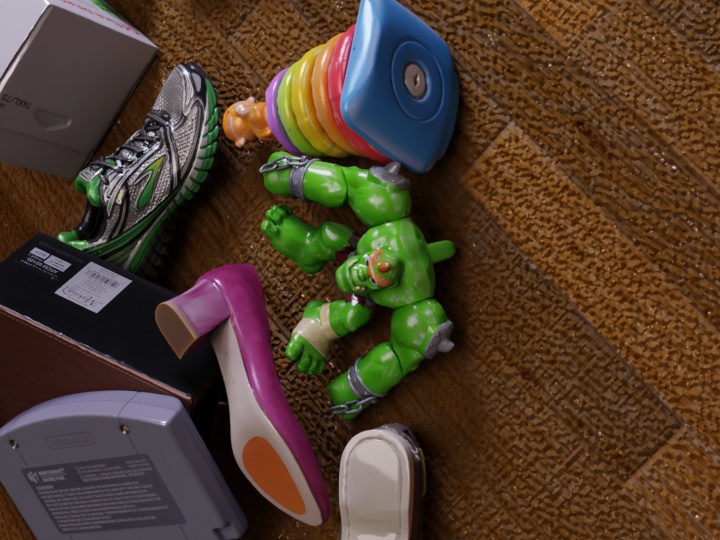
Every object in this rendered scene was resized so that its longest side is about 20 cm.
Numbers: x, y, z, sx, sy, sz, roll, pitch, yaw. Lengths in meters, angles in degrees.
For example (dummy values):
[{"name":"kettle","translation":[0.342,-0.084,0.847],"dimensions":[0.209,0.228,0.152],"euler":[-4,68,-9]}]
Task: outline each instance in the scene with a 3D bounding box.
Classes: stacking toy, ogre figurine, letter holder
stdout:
[{"name":"stacking toy","translation":[-0.033,-0.125,1.095],"dimensions":[0.200,0.110,0.116],"euler":[-9,62,40]},{"name":"ogre figurine","translation":[0.000,0.000,1.052],"dimensions":[0.120,0.098,0.200],"euler":[-17,70,34]},{"name":"letter holder","translation":[-0.204,0.085,1.133],"dimensions":[0.200,0.101,0.142],"euler":[24,127,12]}]

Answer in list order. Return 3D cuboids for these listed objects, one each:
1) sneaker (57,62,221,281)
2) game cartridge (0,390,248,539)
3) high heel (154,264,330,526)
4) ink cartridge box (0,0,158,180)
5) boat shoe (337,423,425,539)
[{"name":"sneaker","translation":[-0.178,-0.078,1.160],"dimensions":[0.078,0.085,0.200],"euler":[37,102,56]},{"name":"game cartridge","translation":[-0.192,0.155,1.087],"dimensions":[0.200,0.040,0.134],"euler":[-10,120,33]},{"name":"high heel","translation":[-0.063,0.087,1.049],"dimensions":[0.200,0.096,0.067],"euler":[52,136,10]},{"name":"ink cartridge box","translation":[-0.311,-0.200,1.231],"dimensions":[0.200,0.147,0.146],"euler":[42,103,27]},{"name":"boat shoe","translation":[0.011,0.210,1.036],"dimensions":[0.072,0.060,0.201],"euler":[7,96,19]}]
